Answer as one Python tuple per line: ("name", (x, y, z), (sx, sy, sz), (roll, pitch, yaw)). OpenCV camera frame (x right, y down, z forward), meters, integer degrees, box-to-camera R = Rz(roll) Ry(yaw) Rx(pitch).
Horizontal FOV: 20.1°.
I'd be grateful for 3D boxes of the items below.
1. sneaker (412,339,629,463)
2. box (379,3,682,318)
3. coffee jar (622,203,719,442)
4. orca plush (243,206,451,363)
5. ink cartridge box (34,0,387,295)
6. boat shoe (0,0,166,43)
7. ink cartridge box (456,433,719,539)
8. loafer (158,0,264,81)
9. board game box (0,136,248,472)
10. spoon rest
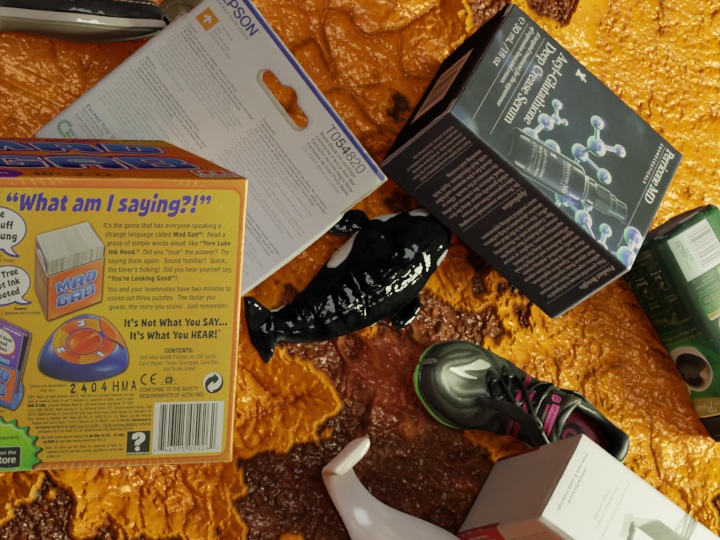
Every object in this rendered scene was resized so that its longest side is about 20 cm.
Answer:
("sneaker", (0.135, 0.108, 1.656), (0.199, 0.084, 0.077), (24, 70, -17))
("box", (0.142, -0.089, 1.670), (0.200, 0.107, 0.149), (40, 50, -12))
("coffee jar", (0.303, 0.050, 1.731), (0.085, 0.104, 0.201), (-29, 92, -23))
("orca plush", (0.000, 0.000, 1.628), (0.199, 0.071, 0.106), (-15, 85, -25))
("ink cartridge box", (-0.113, -0.088, 1.560), (0.200, 0.041, 0.200), (-36, 95, 10))
("boat shoe", (-0.247, -0.210, 1.558), (0.199, 0.074, 0.061), (2, 82, -6))
("ink cartridge box", (0.200, 0.228, 1.624), (0.200, 0.147, 0.083), (37, 65, -13))
("loafer", (-0.109, -0.138, 1.612), (0.067, 0.076, 0.201), (-19, 90, -9))
("board game box", (-0.209, 0.017, 1.431), (0.199, 0.200, 0.201), (0, 101, -23))
("spoon rest", (0.032, 0.218, 1.611), (0.099, 0.061, 0.200), (-41, 109, -24))
